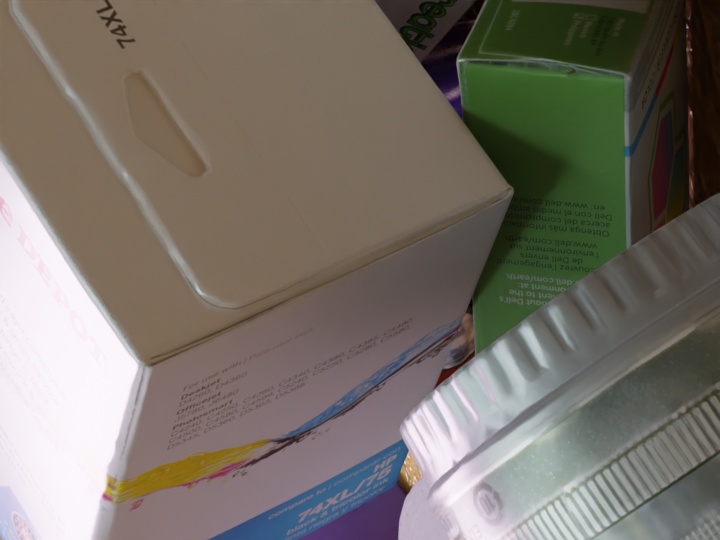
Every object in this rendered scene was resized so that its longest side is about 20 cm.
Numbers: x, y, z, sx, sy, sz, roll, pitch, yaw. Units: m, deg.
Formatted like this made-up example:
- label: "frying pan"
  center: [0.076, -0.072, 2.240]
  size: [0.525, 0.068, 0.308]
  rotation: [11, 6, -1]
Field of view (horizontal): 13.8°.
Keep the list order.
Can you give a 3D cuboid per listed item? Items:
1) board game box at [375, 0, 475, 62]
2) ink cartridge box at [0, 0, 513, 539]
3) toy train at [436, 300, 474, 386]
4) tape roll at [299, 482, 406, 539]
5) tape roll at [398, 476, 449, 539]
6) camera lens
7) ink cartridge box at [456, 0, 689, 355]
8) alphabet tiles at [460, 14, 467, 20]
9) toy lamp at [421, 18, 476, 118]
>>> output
- label: "board game box"
  center: [0.007, -0.117, 1.094]
  size: [0.200, 0.035, 0.126]
  rotation: [135, 153, -59]
- label: "ink cartridge box"
  center: [-0.064, 0.000, 1.020]
  size: [0.147, 0.146, 0.200]
  rotation: [55, 153, 21]
- label: "toy train"
  center: [0.000, 0.000, 1.311]
  size: [0.200, 0.085, 0.114]
  rotation: [45, 161, 46]
- label: "tape roll"
  center: [-0.051, 0.086, 1.416]
  size: [0.200, 0.085, 0.200]
  rotation: [54, 174, 9]
- label: "tape roll"
  center: [0.090, 0.168, 1.243]
  size: [0.200, 0.066, 0.201]
  rotation: [54, 155, 40]
- label: "camera lens"
  center: [0.125, 0.091, 0.899]
  size: [0.200, 0.160, 0.160]
  rotation: [56, 158, 8]
- label: "ink cartridge box"
  center: [0.078, -0.013, 1.037]
  size: [0.104, 0.059, 0.200]
  rotation: [-64, -25, -52]
- label: "alphabet tiles"
  center: [-0.011, -0.143, 1.259]
  size: [0.200, 0.008, 0.167]
  rotation: [36, 147, 51]
- label: "toy lamp"
  center: [-0.014, -0.054, 1.213]
  size: [0.200, 0.058, 0.058]
  rotation: [-20, 90, 41]
